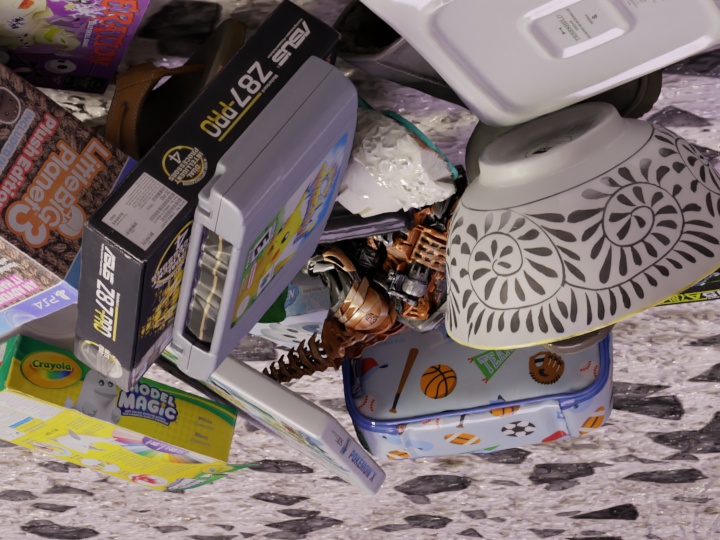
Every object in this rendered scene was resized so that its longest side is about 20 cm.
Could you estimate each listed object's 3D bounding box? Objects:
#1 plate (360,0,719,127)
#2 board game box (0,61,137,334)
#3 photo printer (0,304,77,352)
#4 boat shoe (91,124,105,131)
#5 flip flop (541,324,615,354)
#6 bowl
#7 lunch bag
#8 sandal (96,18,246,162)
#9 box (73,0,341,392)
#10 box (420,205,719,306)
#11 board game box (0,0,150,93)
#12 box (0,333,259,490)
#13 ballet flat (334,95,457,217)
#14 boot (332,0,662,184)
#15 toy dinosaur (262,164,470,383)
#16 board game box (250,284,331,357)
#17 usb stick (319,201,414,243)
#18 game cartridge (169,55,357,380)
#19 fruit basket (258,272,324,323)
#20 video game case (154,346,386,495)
[{"bbox_3d":[0.120,-0.149,1.480,0.199,0.032,0.200,-22,148,19],"label":"plate"},{"bbox_3d":[-0.257,-0.060,1.595,0.200,0.097,0.159,37,151,-21],"label":"board game box"},{"bbox_3d":[-0.273,0.016,1.877,0.200,0.070,0.166,29,159,-2],"label":"photo printer"},{"bbox_3d":[-0.142,-0.055,1.743,0.199,0.072,0.076,-14,140,27],"label":"boat shoe"},{"bbox_3d":[0.133,-0.015,1.718,0.081,0.200,0.058,-18,129,4],"label":"flip flop"},{"bbox_3d":[0.128,-0.041,1.575,0.200,0.094,0.201,-21,-163,7],"label":"bowl"},{"bbox_3d":[0.075,0.044,1.829,0.199,0.161,0.076,-6,152,8],"label":"lunch bag"},{"bbox_3d":[-0.140,-0.096,1.635,0.055,0.082,0.200,29,144,-27],"label":"sandal"},{"bbox_3d":[-0.093,-0.044,1.556,0.049,0.200,0.161,34,150,8],"label":"box"},{"bbox_3d":[0.169,-0.016,1.941,0.199,0.048,0.193,-8,162,22],"label":"box"},{"bbox_3d":[-0.190,-0.157,1.552,0.120,0.032,0.200,1,162,-16],"label":"board game box"},{"bbox_3d":[-0.177,0.106,1.853,0.200,0.049,0.117,23,156,-24],"label":"box"},{"bbox_3d":[0.007,-0.064,1.633,0.072,0.072,0.200,5,-170,-14],"label":"ballet flat"},{"bbox_3d":[0.063,-0.113,1.616,0.200,0.073,0.182,7,147,-39],"label":"boot"},{"bbox_3d":[0.000,0.000,1.772,0.200,0.136,0.102,-39,157,2],"label":"toy dinosaur"},{"bbox_3d":[0.037,0.046,2.043,0.200,0.044,0.199,20,164,-29],"label":"board game box"},{"bbox_3d":[-0.062,-0.031,1.704,0.199,0.033,0.055,-9,-156,0],"label":"usb stick"},{"bbox_3d":[-0.055,-0.032,1.540,0.040,0.133,0.200,30,149,8],"label":"game cartridge"},{"bbox_3d":[-0.129,-0.033,1.862,0.185,0.094,0.200,-7,145,17],"label":"fruit basket"},{"bbox_3d":[-0.084,0.082,1.829,0.200,0.022,0.182,30,172,19],"label":"video game case"}]
